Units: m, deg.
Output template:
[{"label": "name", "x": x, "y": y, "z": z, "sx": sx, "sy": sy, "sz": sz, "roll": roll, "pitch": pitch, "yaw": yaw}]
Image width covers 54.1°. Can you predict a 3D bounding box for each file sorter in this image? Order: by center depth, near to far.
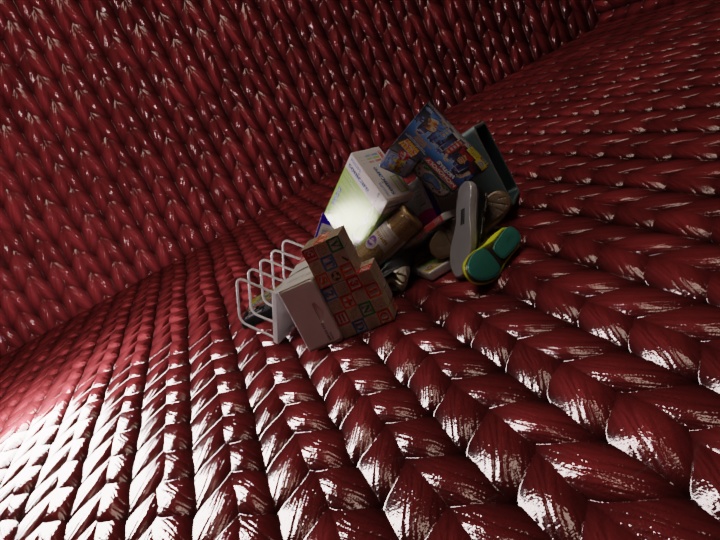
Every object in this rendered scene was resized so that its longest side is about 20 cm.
[{"label": "file sorter", "x": -0.183, "y": 0.041, "z": 1.630, "sx": 0.123, "sy": 0.141, "sz": 0.200, "roll": 19, "pitch": 38, "yaw": 23}]

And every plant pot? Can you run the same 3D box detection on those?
[{"label": "plant pot", "x": 0.244, "y": -0.214, "z": 1.685, "sx": 0.198, "sy": 0.199, "sz": 0.196, "roll": -27, "pitch": 5, "yaw": 23}]

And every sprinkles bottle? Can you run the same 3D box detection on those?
[{"label": "sprinkles bottle", "x": 0.043, "y": -0.052, "z": 1.520, "sx": 0.200, "sy": 0.068, "sz": 0.068, "roll": -43, "pitch": 11, "yaw": 15}]

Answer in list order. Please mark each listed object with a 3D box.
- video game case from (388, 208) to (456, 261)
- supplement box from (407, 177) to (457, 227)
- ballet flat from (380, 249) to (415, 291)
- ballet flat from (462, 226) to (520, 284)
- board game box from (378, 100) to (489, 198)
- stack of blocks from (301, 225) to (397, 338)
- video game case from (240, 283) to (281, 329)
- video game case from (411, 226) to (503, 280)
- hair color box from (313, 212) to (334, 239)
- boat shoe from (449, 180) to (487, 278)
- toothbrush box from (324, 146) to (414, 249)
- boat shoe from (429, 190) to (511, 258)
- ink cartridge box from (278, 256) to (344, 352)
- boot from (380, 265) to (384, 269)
[{"label": "video game case", "x": 0.158, "y": -0.084, "z": 1.571, "sx": 0.142, "sy": 0.018, "sz": 0.199, "roll": -23, "pitch": -11, "yaw": -46}, {"label": "supplement box", "x": 0.125, "y": -0.139, "z": 1.616, "sx": 0.102, "sy": 0.103, "sz": 0.199, "roll": -22, "pitch": -5, "yaw": -45}, {"label": "ballet flat", "x": 0.056, "y": 0.028, "z": 1.502, "sx": 0.198, "sy": 0.074, "sz": 0.073, "roll": -31, "pitch": 16, "yaw": -24}, {"label": "ballet flat", "x": 0.243, "y": -0.018, "z": 1.351, "sx": 0.199, "sy": 0.067, "sz": 0.067, "roll": -38, "pitch": -2, "yaw": -42}, {"label": "board game box", "x": 0.143, "y": -0.241, "z": 1.502, "sx": 0.199, "sy": 0.201, "sz": 0.062, "roll": -35, "pitch": -11, "yaw": -36}, {"label": "stack of blocks", "x": -0.019, "y": 0.019, "z": 1.390, "sx": 0.113, "sy": 0.203, "sz": 0.059, "roll": -22, "pitch": 15, "yaw": 19}, {"label": "video game case", "x": -0.215, "y": 0.073, "z": 1.871, "sx": 0.197, "sy": 0.026, "sz": 0.181, "roll": -26, "pitch": 16, "yaw": 8}, {"label": "video game case", "x": 0.201, "y": -0.047, "z": 1.565, "sx": 0.198, "sy": 0.023, "sz": 0.182, "roll": -30, "pitch": 16, "yaw": -11}, {"label": "hair color box", "x": -0.074, "y": -0.069, "z": 1.786, "sx": 0.064, "sy": 0.111, "sz": 0.200, "roll": 18, "pitch": -5, "yaw": 8}, {"label": "boat shoe", "x": 0.225, "y": -0.081, "z": 1.419, "sx": 0.056, "sy": 0.204, "sz": 0.068, "roll": 15, "pitch": -17, "yaw": -26}, {"label": "toothbrush box", "x": 0.015, "y": -0.148, "z": 1.574, "sx": 0.085, "sy": 0.147, "sz": 0.201, "roll": -19, "pitch": -28, "yaw": -35}, {"label": "boat shoe", "x": 0.236, "y": -0.087, "z": 1.490, "sx": 0.198, "sy": 0.072, "sz": 0.065, "roll": -34, "pitch": -20, "yaw": 4}, {"label": "ink cartridge box", "x": -0.084, "y": 0.056, "z": 1.484, "sx": 0.082, "sy": 0.146, "sz": 0.200, "roll": -23, "pitch": 16, "yaw": 16}, {"label": "boot", "x": 0.000, "y": 0.000, "z": 1.686, "sx": 0.153, "sy": 0.075, "sz": 0.199, "roll": -26, "pitch": 13, "yaw": -23}]
